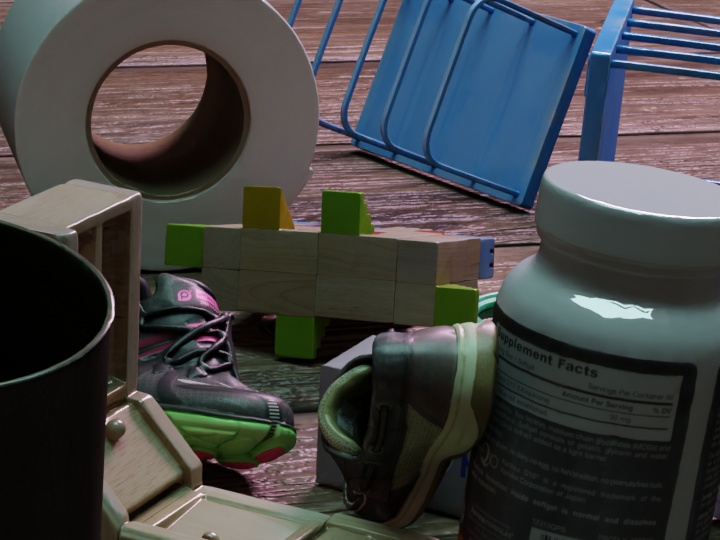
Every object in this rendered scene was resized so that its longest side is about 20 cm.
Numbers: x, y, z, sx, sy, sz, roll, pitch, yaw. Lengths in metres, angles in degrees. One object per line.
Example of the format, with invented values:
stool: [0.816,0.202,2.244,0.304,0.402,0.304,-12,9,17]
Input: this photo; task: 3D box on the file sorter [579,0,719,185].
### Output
file sorter: [0.224,-0.101,1.807,0.123,0.139,0.200,8,18,9]

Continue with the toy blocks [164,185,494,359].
toy blocks: [0.000,0.000,1.558,0.200,0.100,0.137,4,4,22]

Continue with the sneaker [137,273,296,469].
sneaker: [-0.100,0.046,1.354,0.077,0.084,0.200,25,1,-41]

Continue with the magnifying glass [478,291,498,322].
magnifying glass: [0.131,0.018,1.617,0.080,0.022,0.200,12,18,27]

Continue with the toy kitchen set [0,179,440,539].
toy kitchen set: [-0.085,0.082,1.101,0.200,0.181,0.163,12,20,23]

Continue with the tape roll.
tape roll: [-0.139,-0.114,1.694,0.202,0.203,0.139,-1,18,-15]

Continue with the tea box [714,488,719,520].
tea box: [0.314,0.073,1.281,0.197,0.134,0.200,-12,22,-42]

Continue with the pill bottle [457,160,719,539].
pill bottle: [0.113,0.058,1.168,0.116,0.200,0.116,8,16,-2]

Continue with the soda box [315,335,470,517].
soda box: [0.079,0.089,1.298,0.200,0.068,0.063,11,18,25]

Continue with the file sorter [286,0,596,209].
file sorter: [0.045,-0.149,1.884,0.123,0.139,0.200,19,3,-42]

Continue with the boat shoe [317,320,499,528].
boat shoe: [0.013,0.068,1.197,0.066,0.072,0.201,13,-22,-8]

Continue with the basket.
basket: [-0.164,0.098,0.971,0.180,0.200,0.136,20,33,39]
